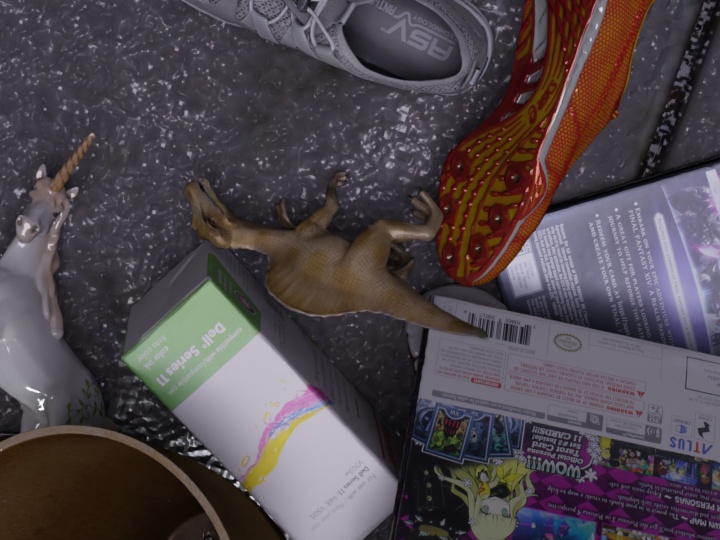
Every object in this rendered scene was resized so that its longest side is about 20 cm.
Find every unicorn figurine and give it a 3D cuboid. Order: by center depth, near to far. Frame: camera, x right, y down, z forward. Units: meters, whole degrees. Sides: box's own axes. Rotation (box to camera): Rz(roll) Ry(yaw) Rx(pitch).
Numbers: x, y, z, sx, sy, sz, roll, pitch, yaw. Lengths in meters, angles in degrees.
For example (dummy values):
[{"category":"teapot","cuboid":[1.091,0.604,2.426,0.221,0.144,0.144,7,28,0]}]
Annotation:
[{"category":"unicorn figurine","cuboid":[-0.185,0.041,1.092,0.073,0.137,0.201,12,132,33]}]

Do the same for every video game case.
[{"category":"video game case","cuboid":[0.118,0.111,1.038,0.198,0.182,0.036,11,143,-1]},{"category":"video game case","cuboid":[0.182,0.015,1.136,0.198,0.019,0.144,-17,103,1]}]

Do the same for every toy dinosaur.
[{"category":"toy dinosaur","cuboid":[0.000,0.000,1.074,0.199,0.101,0.059,24,130,25]}]

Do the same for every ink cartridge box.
[{"category":"ink cartridge box","cuboid":[-0.037,0.084,1.092,0.067,0.117,0.200,-41,101,6]}]

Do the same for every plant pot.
[{"category":"plant pot","cuboid":[-0.109,0.174,1.052,0.185,0.200,0.188,-1,86,18]}]

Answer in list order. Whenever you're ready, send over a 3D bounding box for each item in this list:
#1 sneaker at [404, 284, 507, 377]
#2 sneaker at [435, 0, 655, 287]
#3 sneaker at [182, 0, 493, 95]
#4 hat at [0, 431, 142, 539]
[{"category":"sneaker","cuboid":[0.081,0.104,1.118,0.077,0.082,0.201,-25,74,-21]},{"category":"sneaker","cuboid":[0.105,-0.078,1.082,0.077,0.073,0.201,14,110,-45]},{"category":"sneaker","cuboid":[-0.019,-0.148,1.056,0.198,0.082,0.075,18,102,-6]},{"category":"hat","cuboid":[-0.206,0.197,1.130,0.199,0.081,0.203,-1,103,-4]}]
